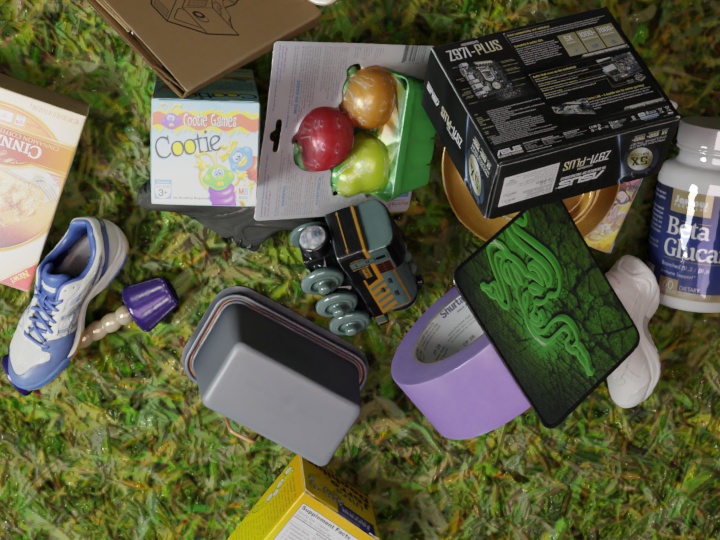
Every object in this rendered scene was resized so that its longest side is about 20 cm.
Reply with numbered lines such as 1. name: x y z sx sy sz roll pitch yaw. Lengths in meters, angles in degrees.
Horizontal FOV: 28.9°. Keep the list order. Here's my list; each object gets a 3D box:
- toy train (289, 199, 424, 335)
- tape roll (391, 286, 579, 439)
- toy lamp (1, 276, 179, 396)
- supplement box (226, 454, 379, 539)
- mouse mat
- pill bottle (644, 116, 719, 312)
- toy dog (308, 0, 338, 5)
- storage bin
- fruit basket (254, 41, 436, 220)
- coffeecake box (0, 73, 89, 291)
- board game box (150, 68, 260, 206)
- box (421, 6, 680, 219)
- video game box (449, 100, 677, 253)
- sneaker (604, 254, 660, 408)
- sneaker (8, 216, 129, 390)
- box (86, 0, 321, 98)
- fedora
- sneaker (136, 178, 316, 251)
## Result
1. toy train: 0.000 0.000 1.484 0.114 0.085 0.200 -19 150 7
2. tape roll: 0.135 0.082 1.503 0.200 0.200 0.085 -38 106 6
3. toy lamp: -0.292 0.069 1.527 0.200 0.058 0.058 -29 108 6
4. supplement box: -0.085 0.329 1.601 0.109 0.110 0.200 36 100 -15
5. mouse mat: 0.193 0.039 1.420 0.161 0.008 0.200 -40 105 -25
6. pill bottle: 0.377 -0.063 1.532 0.111 0.111 0.200 3 106 -7
7. toy dog: 0.030 -0.332 1.401 0.200 0.132 0.097 -14 106 -3
8. storage bin: -0.095 0.132 1.527 0.200 0.134 0.146 30 101 -13
9. fruit basket: -0.018 -0.146 1.443 0.200 0.094 0.186 -3 111 -30
10. coffeecake box: -0.387 -0.100 1.455 0.153 0.073 0.200 18 105 -12
11. board game box: -0.156 -0.138 1.402 0.105 0.200 0.103 1 107 -6
12. box: 0.185 -0.158 1.383 0.200 0.164 0.086 -16 147 -16
13. video game box: 0.218 -0.137 1.526 0.200 0.047 0.182 21 101 -12
14. sneaker: 0.276 0.079 1.558 0.099 0.078 0.200 -24 126 -20
15. sneaker: -0.324 0.029 1.470 0.075 0.088 0.200 25 84 18
16. box: -0.155 -0.264 1.358 0.164 0.200 0.021 46 139 9
17. fedora: 0.185 -0.101 1.466 0.200 0.082 0.201 -1 106 -5
18. sneaker: -0.139 -0.064 1.497 0.200 0.076 0.091 2 114 -4
